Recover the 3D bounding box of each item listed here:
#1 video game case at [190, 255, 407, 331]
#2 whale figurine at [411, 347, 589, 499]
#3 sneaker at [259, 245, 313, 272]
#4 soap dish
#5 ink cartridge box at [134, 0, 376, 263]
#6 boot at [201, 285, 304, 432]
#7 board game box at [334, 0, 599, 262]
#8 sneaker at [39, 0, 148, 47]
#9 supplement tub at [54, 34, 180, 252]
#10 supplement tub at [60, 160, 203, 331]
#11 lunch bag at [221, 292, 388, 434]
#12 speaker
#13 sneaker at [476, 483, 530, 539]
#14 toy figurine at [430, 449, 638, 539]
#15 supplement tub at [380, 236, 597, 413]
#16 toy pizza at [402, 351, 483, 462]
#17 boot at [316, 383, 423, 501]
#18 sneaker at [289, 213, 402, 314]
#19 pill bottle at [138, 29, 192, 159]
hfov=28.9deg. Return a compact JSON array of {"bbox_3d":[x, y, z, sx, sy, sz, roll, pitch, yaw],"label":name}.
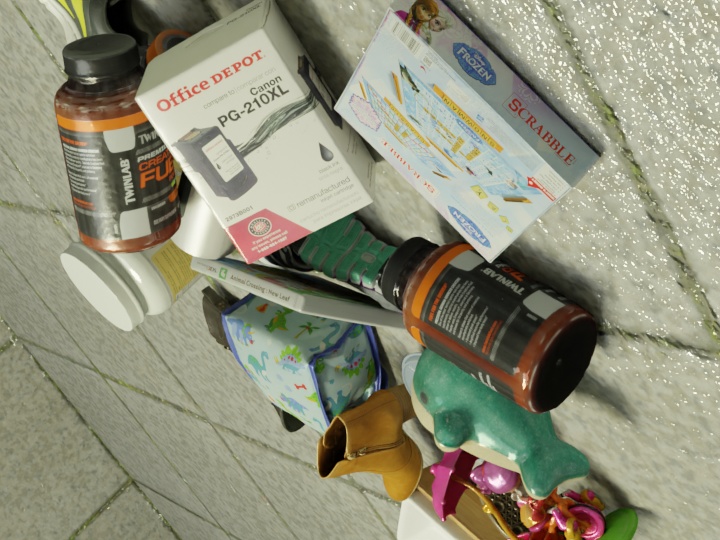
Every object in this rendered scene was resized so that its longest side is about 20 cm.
[{"bbox_3d":[-0.055,0.024,1.520,0.181,0.022,0.199,20,-175,42],"label":"video game case"},{"bbox_3d":[0.139,0.129,1.359,0.200,0.158,0.104,46,139,35],"label":"whale figurine"},{"bbox_3d":[-0.107,-0.077,1.541,0.108,0.070,0.200,19,149,51],"label":"sneaker"},{"bbox_3d":[0.126,0.343,1.839,0.157,0.081,0.200,39,158,18],"label":"soap dish"},{"bbox_3d":[-0.095,-0.130,1.308,0.201,0.144,0.085,57,-162,-25],"label":"ink cartridge box"},{"bbox_3d":[-0.147,0.122,1.991,0.174,0.069,0.201,30,146,42],"label":"boot"},{"bbox_3d":[0.081,-0.116,1.162,0.200,0.041,0.200,45,158,1],"label":"board game box"},{"bbox_3d":[-0.292,-0.299,1.514,0.084,0.074,0.201,-28,95,33],"label":"sneaker"},{"bbox_3d":[-0.241,-0.126,1.377,0.107,0.107,0.201,24,130,43],"label":"supplement tub"},{"bbox_3d":[-0.246,-0.039,1.686,0.145,0.200,0.146,38,157,19],"label":"supplement tub"},{"bbox_3d":[-0.061,0.124,1.737,0.170,0.127,0.201,27,142,39],"label":"lunch bag"},{"bbox_3d":[-0.142,-0.107,1.442,0.081,0.081,0.201,38,134,18],"label":"speaker"},{"bbox_3d":[0.210,0.314,1.651,0.200,0.070,0.076,45,164,8],"label":"sneaker"},{"bbox_3d":[0.165,0.252,1.501,0.184,0.150,0.200,44,131,-11],"label":"toy figurine"},{"bbox_3d":[0.112,0.041,1.294,0.199,0.107,0.107,31,155,33],"label":"supplement tub"},{"bbox_3d":[0.131,0.156,1.563,0.200,0.032,0.201,35,158,17],"label":"toy pizza"},{"bbox_3d":[0.007,0.224,1.689,0.071,0.143,0.202,41,139,35],"label":"boot"},{"bbox_3d":[0.000,0.000,1.480,0.199,0.074,0.088,33,160,29],"label":"sneaker"},{"bbox_3d":[-0.229,-0.166,1.492,0.106,0.106,0.200,45,131,1],"label":"pill bottle"}]
